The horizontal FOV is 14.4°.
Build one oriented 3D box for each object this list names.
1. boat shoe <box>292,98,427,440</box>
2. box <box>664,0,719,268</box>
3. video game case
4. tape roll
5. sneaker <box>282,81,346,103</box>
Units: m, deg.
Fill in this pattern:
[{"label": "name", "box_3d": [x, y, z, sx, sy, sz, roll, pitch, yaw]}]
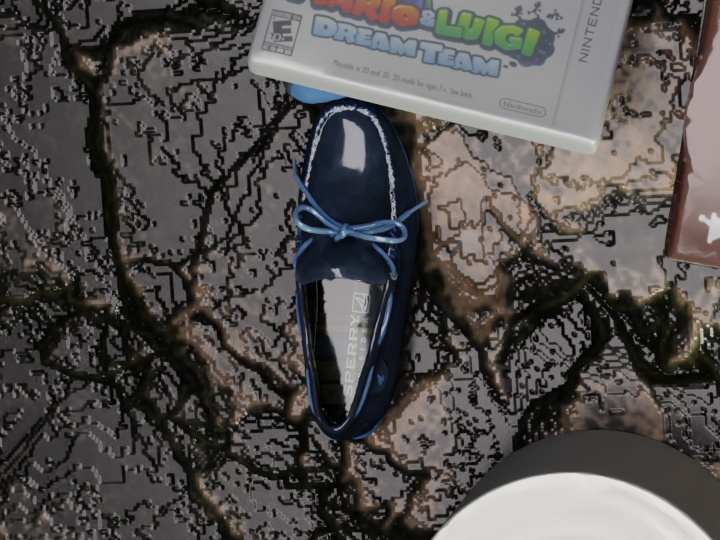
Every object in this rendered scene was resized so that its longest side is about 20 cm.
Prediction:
[{"label": "boat shoe", "box_3d": [0.000, 0.000, 1.672, 0.084, 0.069, 0.201, -5, 93, 13]}, {"label": "box", "box_3d": [0.265, -0.090, 1.535, 0.163, 0.200, 0.167, 11, 106, 10]}, {"label": "video game case", "box_3d": [0.055, -0.173, 1.591, 0.199, 0.024, 0.183, 14, 74, 5]}, {"label": "tape roll", "box_3d": [0.131, 0.201, 1.635, 0.202, 0.139, 0.204, 2, 98, 11]}, {"label": "sneaker", "box_3d": [0.050, -0.136, 1.642, 0.199, 0.066, 0.079, -28, 81, 10]}]
